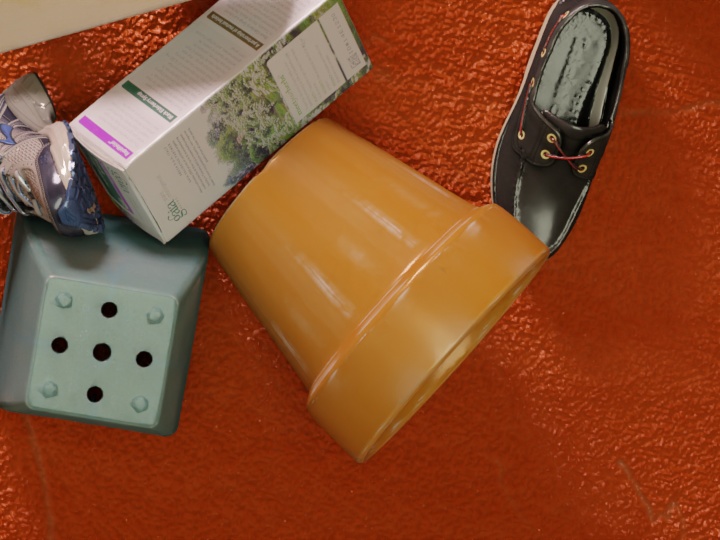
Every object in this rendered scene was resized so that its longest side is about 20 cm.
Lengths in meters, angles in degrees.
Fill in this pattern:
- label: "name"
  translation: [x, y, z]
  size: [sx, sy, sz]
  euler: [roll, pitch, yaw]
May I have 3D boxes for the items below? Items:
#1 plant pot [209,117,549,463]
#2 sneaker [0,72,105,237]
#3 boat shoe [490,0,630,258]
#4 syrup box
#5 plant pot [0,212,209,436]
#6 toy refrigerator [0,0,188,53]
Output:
- label: "plant pot"
  translation: [0.000, 0.000, 1.718]
  size: [0.183, 0.200, 0.200]
  euler: [42, 91, 6]
- label: "sneaker"
  translation: [-0.232, -0.064, 1.670]
  size: [0.085, 0.200, 0.077]
  euler: [-23, 117, -10]
- label: "boat shoe"
  translation: [0.143, -0.102, 1.777]
  size: [0.073, 0.063, 0.203]
  euler: [13, 97, -10]
- label: "syrup box"
  translation: [-0.097, -0.121, 1.702]
  size: [0.200, 0.081, 0.079]
  euler: [-41, 135, -13]
- label: "plant pot"
  translation: [-0.179, 0.042, 1.687]
  size: [0.140, 0.200, 0.142]
  euler: [10, 97, -7]
- label: "toy refrigerator"
  translation: [-0.161, -0.209, 1.675]
  size: [0.199, 0.076, 0.070]
  euler: [-11, 100, 27]
